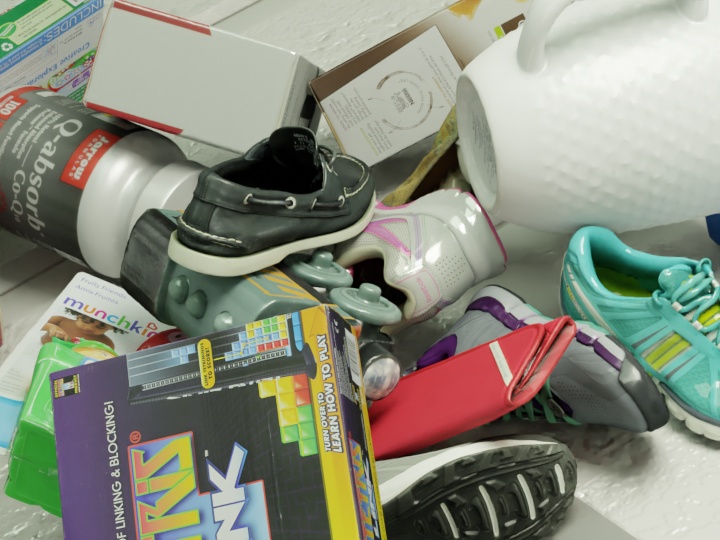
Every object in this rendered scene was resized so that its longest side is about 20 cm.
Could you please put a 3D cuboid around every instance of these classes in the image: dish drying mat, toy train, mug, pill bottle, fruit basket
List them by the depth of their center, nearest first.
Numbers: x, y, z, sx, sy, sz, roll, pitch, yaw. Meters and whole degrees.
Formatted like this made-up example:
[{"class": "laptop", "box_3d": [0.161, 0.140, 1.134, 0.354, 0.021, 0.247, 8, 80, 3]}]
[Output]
[{"class": "dish drying mat", "box_3d": [0.041, 0.076, 1.034, 0.200, 0.018, 0.077, -26, 22, 50]}, {"class": "mug", "box_3d": [0.153, -0.113, 1.083, 0.174, 0.201, 0.148, -13, 48, -9]}, {"class": "toy train", "box_3d": [-0.061, 0.023, 1.088, 0.114, 0.086, 0.200, 5, 21, -39]}, {"class": "fruit basket", "box_3d": [-0.128, 0.075, 1.102, 0.184, 0.094, 0.200, 22, 38, 6]}, {"class": "pill bottle", "box_3d": [-0.200, -0.062, 1.367, 0.199, 0.116, 0.116, 22, 47, 31]}]

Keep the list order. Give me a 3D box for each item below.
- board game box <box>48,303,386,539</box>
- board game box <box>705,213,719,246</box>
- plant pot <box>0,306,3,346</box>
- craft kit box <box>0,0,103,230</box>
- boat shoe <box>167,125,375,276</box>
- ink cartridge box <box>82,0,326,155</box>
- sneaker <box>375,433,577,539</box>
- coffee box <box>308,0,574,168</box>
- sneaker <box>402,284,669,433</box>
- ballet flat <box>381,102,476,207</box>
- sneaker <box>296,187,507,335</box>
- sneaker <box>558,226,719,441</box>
[{"class": "board game box", "box_3d": [-0.072, 0.134, 0.941, 0.164, 0.057, 0.201, -14, 70, 13]}, {"class": "board game box", "box_3d": [0.321, -0.023, 1.105, 0.151, 0.045, 0.200, -22, 31, -6]}, {"class": "plant pot", "box_3d": [-0.360, 0.009, 1.309, 0.178, 0.201, 0.200, -9, 28, -16]}, {"class": "craft kit box", "box_3d": [-0.292, -0.117, 1.456, 0.048, 0.198, 0.200, 35, 54, 22]}, {"class": "boat shoe", "box_3d": [-0.046, -0.054, 1.093, 0.074, 0.066, 0.199, 23, 26, 28]}, {"class": "ink cartridge box", "box_3d": [-0.110, -0.137, 1.361, 0.144, 0.084, 0.200, 17, 3, 5]}, {"class": "sneaker", "box_3d": [0.023, 0.130, 1.000, 0.199, 0.074, 0.079, -17, 25, 3]}, {"class": "coffee box", "box_3d": [0.071, -0.157, 1.354, 0.199, 0.080, 0.114, -27, 5, 11]}, {"class": "sneaker", "box_3d": [0.101, 0.073, 1.061, 0.087, 0.075, 0.200, -39, 23, -13]}, {"class": "ballet flat", "box_3d": [0.070, -0.060, 1.210, 0.200, 0.071, 0.071, -48, 14, 34]}, {"class": "sneaker", "box_3d": [0.000, 0.000, 1.174, 0.088, 0.082, 0.200, -37, 14, -34]}, {"class": "sneaker", "box_3d": [0.193, 0.037, 1.034, 0.199, 0.080, 0.077, 27, 50, 34]}]
